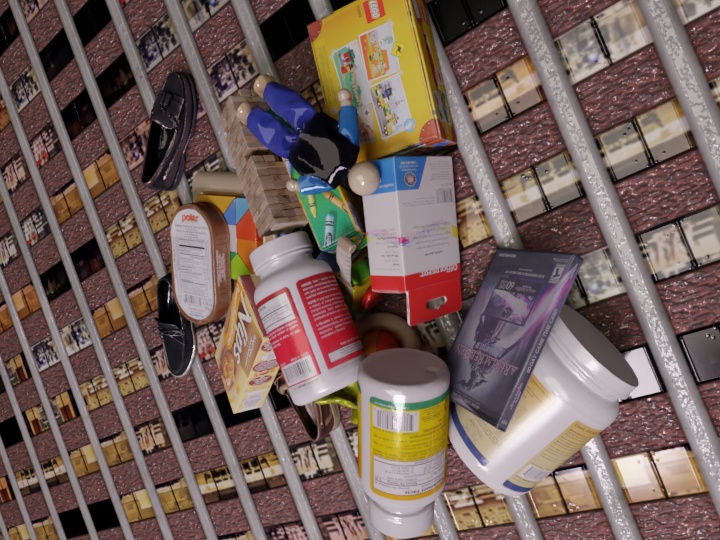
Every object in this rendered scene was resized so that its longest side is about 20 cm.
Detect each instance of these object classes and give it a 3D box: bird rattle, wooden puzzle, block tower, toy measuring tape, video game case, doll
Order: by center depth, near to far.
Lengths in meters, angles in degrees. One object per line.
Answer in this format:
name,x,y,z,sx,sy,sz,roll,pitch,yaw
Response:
video game case,0.165,0.069,0.622,0.019,0.142,0.203,29,84,-20
doll,-0.055,-0.161,0.643,0.199,0.048,0.137,39,98,14
block tower,-0.134,-0.142,0.719,0.058,0.053,0.203,-39,68,51
toy measuring tape,0.000,0.000,0.724,0.073,0.074,0.201,33,155,18
bird rattle,0.032,0.141,0.753,0.196,0.112,0.167,-8,74,28
wooden puzzle,-0.212,-0.058,0.871,0.182,0.037,0.205,8,99,30

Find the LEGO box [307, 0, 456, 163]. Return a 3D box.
LEGO box,0.029,-0.248,0.704,0.146,0.077,0.205,-12,92,28

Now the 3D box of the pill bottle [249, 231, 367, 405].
pill bottle,-0.071,0.059,0.691,0.111,0.112,0.204,-26,82,27

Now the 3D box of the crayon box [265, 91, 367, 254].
crayon box,-0.051,-0.125,0.729,0.057,0.119,0.203,-24,82,11

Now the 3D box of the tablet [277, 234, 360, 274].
tablet,-0.077,-0.029,0.829,0.130,0.014,0.201,44,115,15

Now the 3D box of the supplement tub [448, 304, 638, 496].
supplement tub,0.211,0.153,0.637,0.144,0.144,0.201,45,114,14

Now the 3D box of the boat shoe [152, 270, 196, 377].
boat shoe,-0.337,0.097,0.955,0.073,0.062,0.205,11,104,23

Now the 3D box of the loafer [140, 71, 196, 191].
loafer,-0.327,-0.233,0.897,0.071,0.063,0.204,21,107,22

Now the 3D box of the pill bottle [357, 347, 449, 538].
pill bottle,0.051,0.208,0.640,0.111,0.112,0.205,6,106,26

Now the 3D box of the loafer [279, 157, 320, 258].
loafer,-0.110,-0.105,0.786,0.070,0.073,0.204,-19,79,19

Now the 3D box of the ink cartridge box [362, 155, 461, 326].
ink cartridge box,0.069,-0.041,0.688,0.066,0.115,0.205,1,99,48

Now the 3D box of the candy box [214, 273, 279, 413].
candy box,-0.170,0.115,0.824,0.116,0.054,0.202,59,138,32

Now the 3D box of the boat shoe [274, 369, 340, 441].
boat shoe,-0.097,0.170,0.837,0.071,0.072,0.204,-22,88,27

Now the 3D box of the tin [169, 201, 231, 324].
tin,-0.265,-0.010,0.876,0.110,0.042,0.205,6,103,27
